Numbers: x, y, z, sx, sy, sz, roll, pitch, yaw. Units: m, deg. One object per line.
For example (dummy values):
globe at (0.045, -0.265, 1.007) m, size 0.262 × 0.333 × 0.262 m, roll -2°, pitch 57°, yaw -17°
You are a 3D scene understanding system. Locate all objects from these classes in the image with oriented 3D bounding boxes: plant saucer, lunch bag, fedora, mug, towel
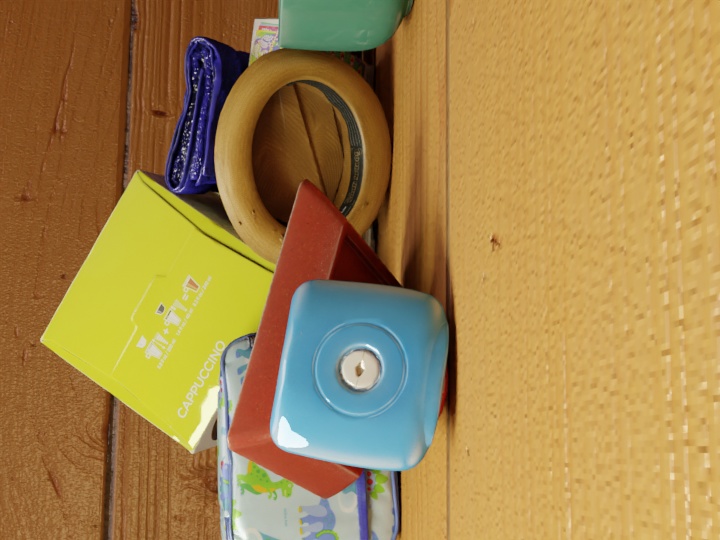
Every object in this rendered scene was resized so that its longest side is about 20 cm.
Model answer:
plant saucer at (-0.020, 0.063, 0.866) m, size 0.200 × 0.036 × 0.203 m, roll 48°, pitch -125°, yaw -61°
lunch bag at (-0.045, 0.151, 0.982) m, size 0.082 × 0.158 × 0.203 m, roll 129°, pitch 141°, yaw -73°
fedora at (-0.064, -0.106, 1.054) m, size 0.081 × 0.198 × 0.204 m, roll 15°, pitch 105°, yaw 56°
mug at (-0.012, -0.279, 0.973) m, size 0.153 × 0.112 × 0.187 m, roll 99°, pitch 172°, yaw -56°
towel at (-0.128, -0.148, 1.145) m, size 0.200 × 0.049 × 0.150 m, roll -13°, pitch -65°, yaw -75°

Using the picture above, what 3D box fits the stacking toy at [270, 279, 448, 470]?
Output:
stacking toy at (0.010, 0.089, 0.801) m, size 0.200 × 0.108 × 0.118 m, roll 71°, pitch -153°, yaw -73°

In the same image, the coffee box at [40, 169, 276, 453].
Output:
coffee box at (-0.164, 0.041, 1.165) m, size 0.201 × 0.199 × 0.198 m, roll -58°, pitch -13°, yaw 6°

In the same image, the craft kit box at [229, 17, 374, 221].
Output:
craft kit box at (-0.057, -0.139, 1.182) m, size 0.197 × 0.048 × 0.203 m, roll 8°, pitch -91°, yaw -60°

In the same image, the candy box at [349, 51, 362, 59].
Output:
candy box at (-0.043, -0.291, 1.332) m, size 0.168 × 0.070 × 0.203 m, roll -60°, pitch -24°, yaw -67°

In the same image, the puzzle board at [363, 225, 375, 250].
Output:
puzzle board at (0.000, 0.000, 1.293) m, size 0.200 × 0.017 × 0.153 m, roll -104°, pitch 15°, yaw -73°
